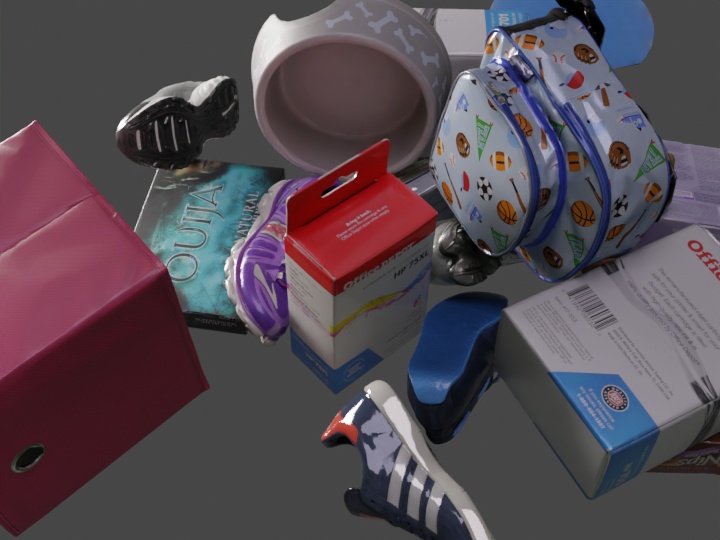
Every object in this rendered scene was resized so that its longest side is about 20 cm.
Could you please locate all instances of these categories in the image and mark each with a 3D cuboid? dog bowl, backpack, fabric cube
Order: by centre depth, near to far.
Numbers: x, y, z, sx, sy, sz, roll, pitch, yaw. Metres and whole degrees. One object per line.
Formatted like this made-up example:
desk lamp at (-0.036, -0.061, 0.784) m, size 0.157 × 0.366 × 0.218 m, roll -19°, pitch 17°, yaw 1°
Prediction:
fabric cube at (-0.266, 0.048, 0.783) m, size 0.199 × 0.197 × 0.200 m, roll -36°, pitch 62°, yaw -20°
backpack at (0.157, -0.092, 0.815) m, size 0.153 × 0.201 × 0.191 m, roll -29°, pitch 66°, yaw -21°
dog bowl at (-0.012, -0.167, 0.941) m, size 0.197 × 0.201 × 0.059 m, roll 5°, pitch 48°, yaw 3°

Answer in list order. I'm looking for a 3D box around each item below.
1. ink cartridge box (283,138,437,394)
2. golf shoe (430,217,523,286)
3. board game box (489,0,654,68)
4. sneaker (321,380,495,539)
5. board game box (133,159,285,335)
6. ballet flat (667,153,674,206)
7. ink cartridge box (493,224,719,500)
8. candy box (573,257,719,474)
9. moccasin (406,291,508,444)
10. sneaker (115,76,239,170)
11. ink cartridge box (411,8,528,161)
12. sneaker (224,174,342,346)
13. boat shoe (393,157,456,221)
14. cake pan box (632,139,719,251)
ink cartridge box at (0.000, 0.000, 0.842) m, size 0.116 × 0.201 × 0.067 m, roll -34°, pitch 58°, yaw -26°
golf shoe at (0.121, -0.033, 0.956) m, size 0.199 × 0.097 × 0.079 m, roll -15°, pitch 90°, yaw -42°
board game box at (0.252, -0.281, 1.192) m, size 0.197 × 0.039 × 0.159 m, roll -12°, pitch 56°, yaw -4°
sneaker at (0.040, 0.188, 0.779) m, size 0.084 × 0.075 × 0.201 m, roll -35°, pitch 61°, yaw -4°
board game box at (-0.158, -0.031, 0.976) m, size 0.133 × 0.028 × 0.202 m, roll 6°, pitch 50°, yaw 4°
ballet flat at (0.249, -0.127, 0.948) m, size 0.068 × 0.064 × 0.201 m, roll -5°, pitch 32°, yaw -13°
ink cartridge box at (0.230, 0.069, 0.793) m, size 0.198 × 0.086 × 0.147 m, roll -21°, pitch 54°, yaw -18°
candy box at (0.259, 0.080, 0.876) m, size 0.115 × 0.057 × 0.202 m, roll 1°, pitch 51°, yaw -1°
moccasin at (0.080, 0.079, 0.857) m, size 0.080 × 0.069 × 0.200 m, roll 3°, pitch 23°, yaw 26°
sneaker at (-0.200, -0.154, 1.033) m, size 0.078 × 0.075 × 0.200 m, roll 4°, pitch 22°, yaw 19°
ink cartridge box at (0.071, -0.190, 1.027) m, size 0.197 × 0.147 × 0.087 m, roll 3°, pitch 49°, yaw 2°
sneaker at (-0.065, -0.022, 0.919) m, size 0.083 × 0.081 × 0.202 m, roll -18°, pitch 41°, yaw 33°
boat shoe at (0.061, -0.085, 1.000) m, size 0.198 × 0.072 × 0.062 m, roll -23°, pitch 53°, yaw -16°
cake pan box at (0.300, -0.073, 0.973) m, size 0.197 × 0.053 × 0.185 m, roll 8°, pitch 34°, yaw 7°
